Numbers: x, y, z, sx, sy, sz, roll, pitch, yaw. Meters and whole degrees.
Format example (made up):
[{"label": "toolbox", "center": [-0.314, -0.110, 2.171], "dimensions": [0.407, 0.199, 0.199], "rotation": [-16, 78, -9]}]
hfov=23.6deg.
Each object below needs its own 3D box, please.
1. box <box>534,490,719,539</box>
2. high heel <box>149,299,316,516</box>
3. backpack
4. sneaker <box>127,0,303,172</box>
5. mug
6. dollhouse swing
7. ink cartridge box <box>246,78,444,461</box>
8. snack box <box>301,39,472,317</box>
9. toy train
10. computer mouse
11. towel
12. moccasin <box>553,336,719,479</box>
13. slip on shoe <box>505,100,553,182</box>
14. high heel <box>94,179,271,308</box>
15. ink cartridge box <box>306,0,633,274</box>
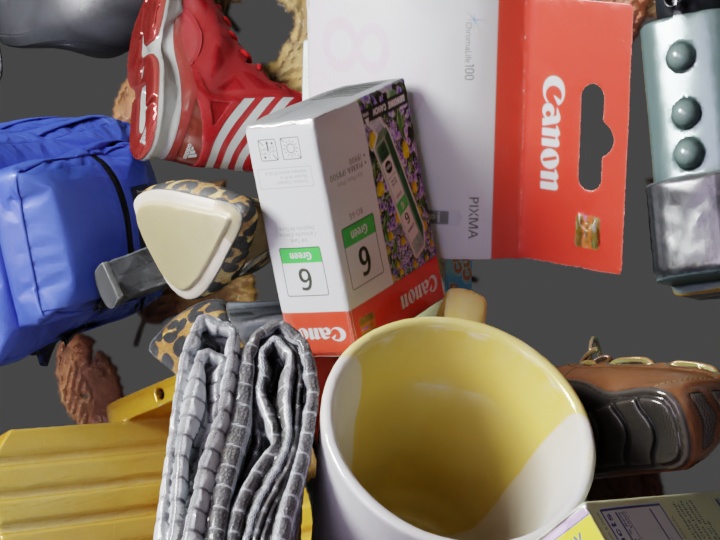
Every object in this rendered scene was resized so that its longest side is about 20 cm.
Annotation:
[{"label": "box", "center": [0.123, 0.209, 0.928], "dimensions": [0.176, 0.199, 0.097], "rotation": [-41, 65, 22]}, {"label": "high heel", "center": [-0.058, 0.118, 1.084], "dimensions": [0.141, 0.071, 0.202], "rotation": [-4, 87, 8]}, {"label": "backpack", "center": [-0.213, -0.021, 1.176], "dimensions": [0.166, 0.200, 0.164], "rotation": [-1, 100, 29]}, {"label": "sneaker", "center": [-0.098, -0.137, 1.196], "dimensions": [0.079, 0.114, 0.201], "rotation": [125, 153, -45]}, {"label": "mug", "center": [0.049, 0.122, 0.965], "dimensions": [0.149, 0.186, 0.154], "rotation": [37, 140, 18]}, {"label": "dollhouse swing", "center": [-0.113, 0.162, 1.106], "dimensions": [0.181, 0.175, 0.202], "rotation": [-23, 72, 30]}, {"label": "ink cartridge box", "center": [0.000, 0.000, 0.993], "dimensions": [0.050, 0.109, 0.202], "rotation": [-3, 105, 32]}, {"label": "snack box", "center": [0.016, -0.055, 1.122], "dimensions": [0.115, 0.037, 0.203], "rotation": [-2, 85, 34]}, {"label": "toy train", "center": [0.201, -0.075, 0.955], "dimensions": [0.084, 0.114, 0.202], "rotation": [-7, 82, 32]}, {"label": "computer mouse", "center": [-0.239, -0.203, 1.298], "dimensions": [0.198, 0.053, 0.140], "rotation": [2, 86, 34]}, {"label": "towel", "center": [-0.069, 0.149, 0.926], "dimensions": [0.085, 0.166, 0.202], "rotation": [7, 58, -3]}, {"label": "moccasin", "center": [0.135, 0.081, 1.010], "dimensions": [0.201, 0.077, 0.074], "rotation": [-17, 92, 50]}, {"label": "slip on shoe", "center": [0.082, -0.145, 1.068], "dimensions": [0.060, 0.076, 0.202], "rotation": [-15, 85, 25]}, {"label": "high heel", "center": [-0.068, -0.032, 1.043], "dimensions": [0.200, 0.142, 0.072], "rotation": [-23, 89, 60]}, {"label": "ink cartridge box", "center": [0.058, -0.085, 1.019], "dimensions": [0.199, 0.057, 0.164], "rotation": [13, 111, 37]}]
